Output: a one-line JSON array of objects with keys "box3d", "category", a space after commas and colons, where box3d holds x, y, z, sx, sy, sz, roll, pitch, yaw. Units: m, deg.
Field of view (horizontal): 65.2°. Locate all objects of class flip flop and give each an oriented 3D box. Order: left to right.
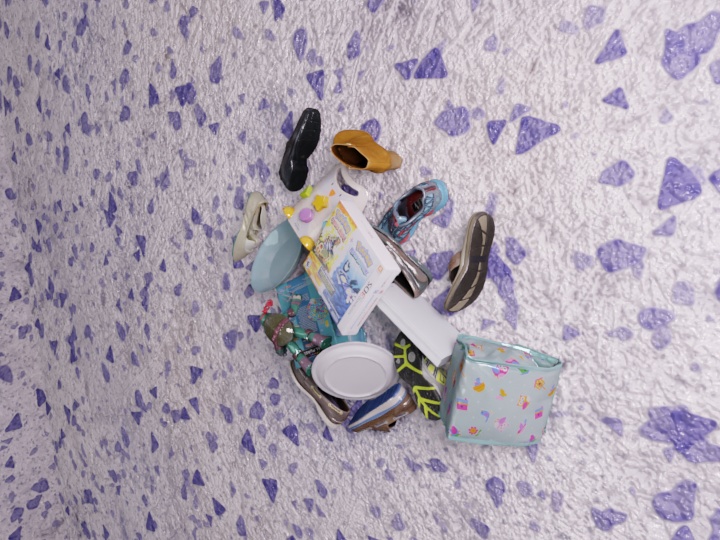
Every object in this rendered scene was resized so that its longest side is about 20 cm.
[{"box3d": [0.202, -0.016, 1.082, 0.057, 0.080, 0.204, 28, 113, 50], "category": "flip flop"}]

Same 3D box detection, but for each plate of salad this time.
[{"box3d": [-0.010, 0.217, 1.239, 0.200, 0.198, 0.049, -44, 28, 33], "category": "plate of salad"}]

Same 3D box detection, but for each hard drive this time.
[{"box3d": [0.119, 0.100, 1.123, 0.200, 0.131, 0.027, 44, 119, 25], "category": "hard drive"}]

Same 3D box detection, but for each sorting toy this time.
[{"box3d": [-0.068, -0.145, 1.256, 0.180, 0.106, 0.201, -46, 57, 17], "category": "sorting toy"}]

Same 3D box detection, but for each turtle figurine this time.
[{"box3d": [-0.165, 0.140, 1.277, 0.198, 0.100, 0.152, 34, 112, 26], "category": "turtle figurine"}]

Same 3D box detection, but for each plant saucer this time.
[{"box3d": [-0.193, -0.030, 1.379, 0.199, 0.038, 0.204, -30, 44, 33], "category": "plant saucer"}]

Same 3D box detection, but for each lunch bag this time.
[{"box3d": [0.258, 0.223, 1.028, 0.195, 0.122, 0.174, 9, 104, -6], "category": "lunch bag"}]

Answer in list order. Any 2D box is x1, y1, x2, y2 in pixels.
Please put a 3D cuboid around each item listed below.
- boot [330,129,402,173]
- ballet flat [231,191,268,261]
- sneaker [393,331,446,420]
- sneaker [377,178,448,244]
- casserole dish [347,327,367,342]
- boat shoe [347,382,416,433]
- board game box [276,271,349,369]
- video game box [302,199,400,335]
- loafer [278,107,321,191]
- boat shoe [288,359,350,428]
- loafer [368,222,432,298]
[{"box3d": [-0.020, -0.255, 1.179, 0.199, 0.143, 0.072, 28, 112, 32], "category": "boot"}, {"box3d": [-0.283, -0.104, 1.467, 0.069, 0.069, 0.203, 32, 115, 30], "category": "ballet flat"}, {"box3d": [0.133, 0.213, 1.169, 0.075, 0.075, 0.203, -44, 58, 36], "category": "sneaker"}, {"box3d": [0.083, -0.117, 1.145, 0.200, 0.095, 0.080, -44, 70, 35], "category": "sneaker"}, {"box3d": [-0.071, 0.166, 1.347, 0.197, 0.038, 0.124, -5, 93, 38], "category": "casserole dish"}, {"box3d": [0.046, 0.325, 1.248, 0.072, 0.072, 0.200, 44, 133, -5], "category": "boat shoe"}, {"box3d": [-0.112, 0.112, 1.320, 0.149, 0.046, 0.204, -23, 78, 37], "category": "board game box"}, {"box3d": [-0.025, -0.006, 1.130, 0.183, 0.046, 0.201, -55, 51, 29], "category": "video game box"}, {"box3d": [-0.151, -0.292, 1.328, 0.072, 0.072, 0.203, 39, 117, 33], "category": "loafer"}, {"box3d": [-0.099, 0.284, 1.367, 0.060, 0.071, 0.201, -48, 71, 26], "category": "boat shoe"}, {"box3d": [0.057, -0.023, 1.153, 0.199, 0.063, 0.072, 37, 151, 3], "category": "loafer"}]
